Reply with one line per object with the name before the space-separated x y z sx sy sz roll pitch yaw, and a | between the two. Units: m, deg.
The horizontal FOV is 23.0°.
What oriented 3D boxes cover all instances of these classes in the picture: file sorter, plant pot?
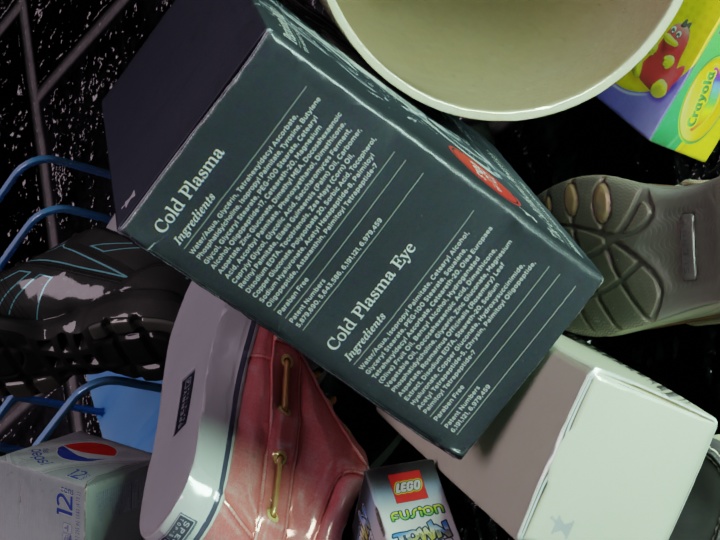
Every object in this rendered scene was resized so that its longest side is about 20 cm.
file sorter | -0.173 0.044 1.133 0.139 0.122 0.201 -48 45 29
plant pot | 0.039 -0.182 0.852 0.189 0.186 0.200 -69 20 8

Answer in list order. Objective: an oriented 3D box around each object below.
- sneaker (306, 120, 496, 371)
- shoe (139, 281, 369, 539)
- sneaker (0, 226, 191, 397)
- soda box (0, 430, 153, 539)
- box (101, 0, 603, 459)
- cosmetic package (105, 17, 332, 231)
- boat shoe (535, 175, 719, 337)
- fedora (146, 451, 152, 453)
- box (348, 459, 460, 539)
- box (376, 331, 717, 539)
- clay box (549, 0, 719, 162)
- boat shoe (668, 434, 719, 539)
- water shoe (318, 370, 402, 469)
sneaker | 0.000 0.001 0.982 0.198 0.060 0.105 -24 96 14
shoe | -0.046 0.065 0.877 0.071 0.090 0.201 -43 29 41
sneaker | -0.169 0.022 1.012 0.198 0.076 0.080 -3 51 19
soda box | -0.144 0.190 0.909 0.068 0.063 0.202 11 105 35
box | -0.013 -0.039 0.798 0.104 0.181 0.200 -52 21 10
cosmetic package | -0.069 -0.057 1.042 0.201 0.101 0.071 -54 13 24
boat shoe | 0.150 -0.006 0.795 0.199 0.071 0.077 0 87 51
fedora | -0.134 0.161 1.016 0.201 0.081 0.202 -159 90 -86
box | 0.019 0.192 0.842 0.201 0.034 0.111 101 156 -50
box | 0.078 0.066 0.811 0.083 0.068 0.200 -66 20 5
clay box | 0.169 -0.167 0.838 0.115 0.047 0.201 48 116 47
boat shoe | 0.113 0.162 0.788 0.072 0.064 0.201 47 115 46
water shoe | -0.043 0.127 0.925 0.071 0.200 0.079 43 152 8
